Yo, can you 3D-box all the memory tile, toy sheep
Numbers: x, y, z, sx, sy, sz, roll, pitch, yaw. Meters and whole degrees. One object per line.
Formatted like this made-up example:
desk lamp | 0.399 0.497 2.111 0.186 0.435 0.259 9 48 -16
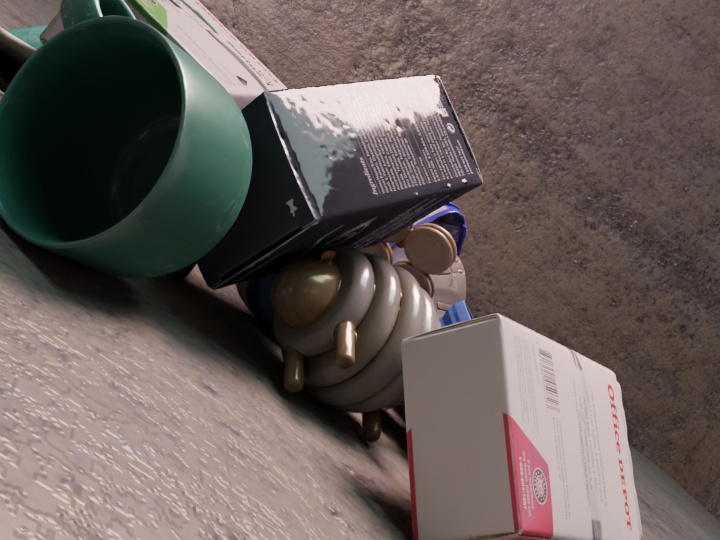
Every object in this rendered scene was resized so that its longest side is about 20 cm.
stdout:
memory tile | 0.000 0.000 0.990 0.153 0.200 0.017 36 41 8
toy sheep | 0.002 0.055 0.803 0.200 0.138 0.138 42 2 -37

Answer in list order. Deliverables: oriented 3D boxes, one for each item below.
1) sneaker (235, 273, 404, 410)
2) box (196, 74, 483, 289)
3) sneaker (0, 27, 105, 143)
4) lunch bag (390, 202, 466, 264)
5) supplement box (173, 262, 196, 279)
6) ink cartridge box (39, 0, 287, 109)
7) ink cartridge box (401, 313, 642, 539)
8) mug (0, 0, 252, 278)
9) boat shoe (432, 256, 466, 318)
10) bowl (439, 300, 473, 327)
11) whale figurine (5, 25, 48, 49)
sneaker | -0.010 0.058 0.903 0.146 0.081 0.200 35 -5 39
box | -0.027 -0.074 0.807 0.200 0.148 0.104 -16 81 -46
sneaker | -0.219 -0.105 0.741 0.200 0.074 0.089 38 -23 -4
lunch bag | 0.025 -0.022 1.223 0.124 0.200 0.170 35 5 -35
supplement box | -0.207 -0.082 0.857 0.200 0.061 0.109 38 7 -8
ink cartridge box | -0.156 -0.171 0.865 0.146 0.084 0.200 45 15 1
ink cartridge box | 0.120 0.130 0.725 0.200 0.083 0.147 25 55 -50
mug | -0.143 -0.087 0.665 0.152 0.185 0.114 15 -9 27
boat shoe | 0.070 0.073 1.051 0.074 0.200 0.073 21 -31 -29
bowl | 0.119 0.125 0.920 0.201 0.039 0.201 -24 90 -84
whale figurine | -0.290 -0.196 0.957 0.200 0.104 0.159 19 29 -36
